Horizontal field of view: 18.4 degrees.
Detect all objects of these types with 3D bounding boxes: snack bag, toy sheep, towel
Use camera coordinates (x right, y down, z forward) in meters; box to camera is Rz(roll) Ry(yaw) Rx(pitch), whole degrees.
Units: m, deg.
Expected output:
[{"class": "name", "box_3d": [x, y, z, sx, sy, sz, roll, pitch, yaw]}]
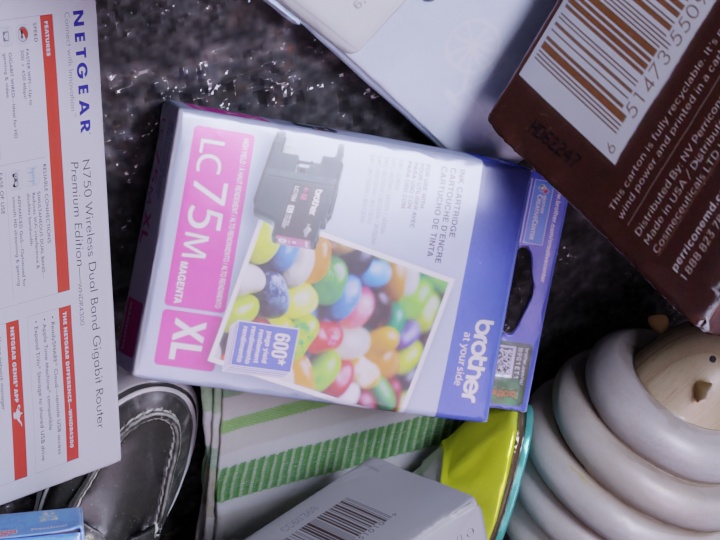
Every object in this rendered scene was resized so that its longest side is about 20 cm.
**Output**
[{"class": "snack bag", "box_3d": [0.069, -0.148, 0.982, 0.200, 0.021, 0.188, -46, 127, 7]}, {"class": "toy sheep", "box_3d": [0.136, 0.103, 1.110, 0.138, 0.138, 0.200, 12, 121, -31]}, {"class": "towel", "box_3d": [-0.012, 0.095, 1.086, 0.152, 0.023, 0.200, -12, 129, -23]}]

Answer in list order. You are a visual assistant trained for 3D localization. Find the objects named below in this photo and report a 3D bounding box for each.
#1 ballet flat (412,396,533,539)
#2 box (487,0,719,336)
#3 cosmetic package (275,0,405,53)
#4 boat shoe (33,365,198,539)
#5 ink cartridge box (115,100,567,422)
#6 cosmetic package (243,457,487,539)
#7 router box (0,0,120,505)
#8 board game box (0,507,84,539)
[{"class": "ballet flat", "box_3d": [0.033, 0.144, 1.098, 0.067, 0.067, 0.200, 10, 123, -3]}, {"class": "box", "box_3d": [0.201, -0.073, 0.976, 0.200, 0.164, 0.166, 10, 118, -43]}, {"class": "cosmetic package", "box_3d": [-0.042, -0.219, 0.790, 0.166, 0.167, 0.200, -47, 128, 10]}, {"class": "boat shoe", "box_3d": [-0.124, 0.136, 1.046, 0.071, 0.064, 0.200, 14, 113, -31]}, {"class": "ink cartridge box", "box_3d": [0.000, 0.000, 0.992, 0.199, 0.042, 0.120, 9, 96, -21]}, {"class": "cosmetic package", "box_3d": [0.009, 0.203, 1.033, 0.113, 0.081, 0.200, -32, 121, -30]}, {"class": "router box", "box_3d": [-0.172, -0.003, 0.851, 0.179, 0.049, 0.201, -16, 108, -53]}, {"class": "board game box", "box_3d": [-0.201, 0.176, 0.858, 0.199, 0.037, 0.152, -4, 99, -7]}]
